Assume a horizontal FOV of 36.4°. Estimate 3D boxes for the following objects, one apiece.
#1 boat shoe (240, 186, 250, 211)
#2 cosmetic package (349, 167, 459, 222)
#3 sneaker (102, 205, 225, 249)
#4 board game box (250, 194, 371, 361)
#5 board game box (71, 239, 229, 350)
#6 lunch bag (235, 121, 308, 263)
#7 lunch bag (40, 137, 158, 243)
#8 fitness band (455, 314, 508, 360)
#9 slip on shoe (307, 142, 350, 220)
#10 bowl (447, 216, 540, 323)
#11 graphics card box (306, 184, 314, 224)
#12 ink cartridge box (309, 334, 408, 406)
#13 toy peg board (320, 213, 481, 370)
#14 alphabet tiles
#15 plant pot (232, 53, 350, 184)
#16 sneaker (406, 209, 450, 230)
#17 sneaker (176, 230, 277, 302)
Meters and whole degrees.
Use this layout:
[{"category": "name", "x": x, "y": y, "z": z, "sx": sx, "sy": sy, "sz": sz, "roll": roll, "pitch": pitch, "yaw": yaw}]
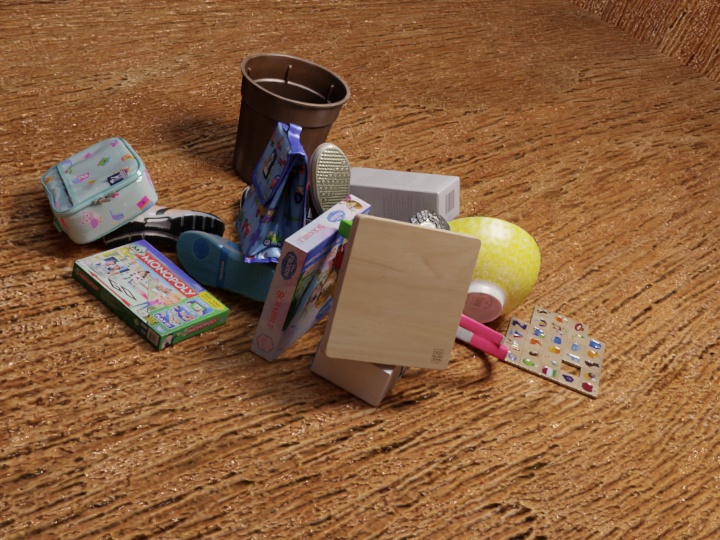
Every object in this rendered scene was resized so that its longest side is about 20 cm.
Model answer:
[{"category": "boat shoe", "x": -0.161, "y": -0.093, "z": 1.846, "sx": 0.074, "sy": 0.062, "sz": 0.200, "roll": -12, "pitch": 39, "yaw": -7}, {"category": "cosmetic package", "x": 0.056, "y": -0.120, "z": 1.833, "sx": 0.199, "sy": 0.071, "sz": 0.101, "roll": 8, "pitch": 23, "yaw": 25}, {"category": "sneaker", "x": -0.314, "y": -0.078, "z": 1.745, "sx": 0.199, "sy": 0.074, "sz": 0.080, "roll": 2, "pitch": 33, "yaw": -26}, {"category": "board game box", "x": -0.072, "y": 0.009, "z": 1.615, "sx": 0.041, "sy": 0.200, "sz": 0.200, "roll": 30, "pitch": 34, "yaw": 15}, {"category": "board game box", "x": -0.310, "y": 0.032, "z": 1.618, "sx": 0.200, "sy": 0.029, "sz": 0.134, "roll": 36, "pitch": 36, "yaw": 26}, {"category": "lunch bag", "x": -0.117, "y": -0.122, "z": 1.650, "sx": 0.094, "sy": 0.200, "sz": 0.151, "roll": 11, "pitch": 20, "yaw": -16}, {"category": "lunch bag", "x": -0.409, "y": -0.126, "z": 1.696, "sx": 0.160, "sy": 0.077, "sz": 0.200, "roll": -27, "pitch": 32, "yaw": -11}, {"category": "fitness band", "x": 0.142, "y": 0.082, "z": 1.689, "sx": 0.200, "sy": 0.038, "sz": 0.144, "roll": 28, "pitch": -1, "yaw": -25}, {"category": "slip on shoe", "x": -0.053, "y": -0.122, "z": 1.646, "sx": 0.074, "sy": 0.200, "sz": 0.061, "roll": -40, "pitch": 63, "yaw": -18}, {"category": "bowl", "x": 0.190, "y": 0.019, "z": 1.768, "sx": 0.200, "sy": 0.200, "sz": 0.108, "roll": 14, "pitch": 50, "yaw": -8}, {"category": "graphics card box", "x": -0.028, "y": -0.084, "z": 1.923, "sx": 0.199, "sy": 0.051, "sz": 0.126, "roll": 14, "pitch": 32, "yaw": -7}, {"category": "ink cartridge box", "x": 0.024, "y": 0.106, "z": 1.642, "sx": 0.116, "sy": 0.067, "sz": 0.200, "roll": 27, "pitch": 32, "yaw": 13}, {"category": "toy peg board", "x": 0.042, "y": 0.024, "z": 1.554, "sx": 0.200, "sy": 0.200, "sz": 0.098, "roll": 9, "pitch": 11, "yaw": -27}, {"category": "alphabet tiles", "x": 0.324, "y": 0.126, "z": 1.828, "sx": 0.167, "sy": 0.008, "sz": 0.200, "roll": 22, "pitch": 31, "yaw": 6}, {"category": "plant pot", "x": -0.140, "y": -0.263, "z": 2.001, "sx": 0.200, "sy": 0.199, "sz": 0.200, "roll": 13, "pitch": 32, "yaw": -8}, {"category": "sneaker", "x": 0.059, "y": -0.004, "z": 1.693, "sx": 0.200, "sy": 0.089, "sz": 0.077, "roll": -40, "pitch": 73, "yaw": -23}, {"category": "sneaker", "x": -0.182, "y": -0.013, "z": 1.720, "sx": 0.200, "sy": 0.080, "sz": 0.130, "roll": 25, "pitch": 20, "yaw": 21}]
